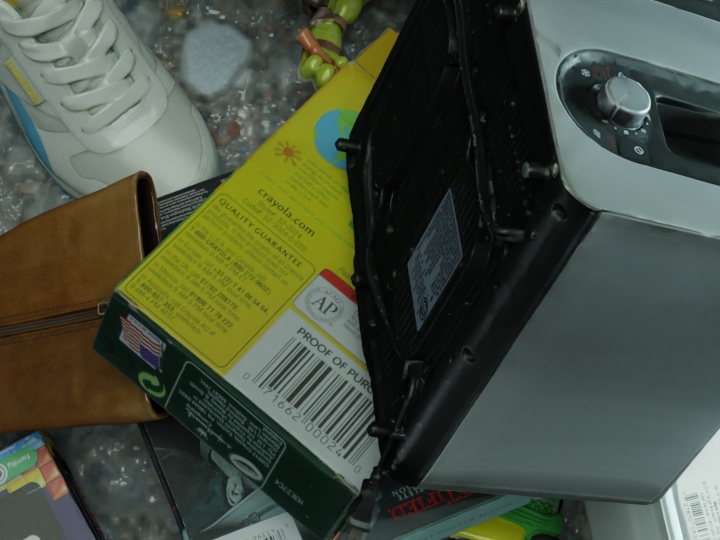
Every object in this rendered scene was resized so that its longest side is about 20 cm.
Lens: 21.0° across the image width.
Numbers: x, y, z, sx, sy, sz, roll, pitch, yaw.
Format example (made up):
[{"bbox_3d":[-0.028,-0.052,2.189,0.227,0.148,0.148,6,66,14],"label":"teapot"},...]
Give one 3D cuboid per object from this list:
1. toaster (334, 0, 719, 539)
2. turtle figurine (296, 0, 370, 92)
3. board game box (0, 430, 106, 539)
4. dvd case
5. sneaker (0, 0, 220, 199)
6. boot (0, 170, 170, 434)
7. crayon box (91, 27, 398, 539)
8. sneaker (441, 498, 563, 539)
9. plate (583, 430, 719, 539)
[{"bbox_3d":[0.070,-0.023,0.714,0.118,0.201,0.182,10,48,-18],"label":"toaster"},{"bbox_3d":[-0.022,-0.168,0.939,0.160,0.064,0.202,14,70,0],"label":"turtle figurine"},{"bbox_3d":[-0.188,0.191,0.857,0.199,0.057,0.166,-28,81,-8],"label":"board game box"},{"bbox_3d":[-0.031,0.040,0.847,0.145,0.022,0.201,-21,59,-11],"label":"dvd case"},{"bbox_3d":[-0.141,-0.104,0.913,0.076,0.081,0.200,-40,83,-11],"label":"sneaker"},{"bbox_3d":[-0.179,-0.009,0.848,0.199,0.068,0.190,-16,74,27],"label":"boot"},{"bbox_3d":[0.000,0.000,0.811,0.127,0.051,0.200,39,54,7],"label":"crayon box"},{"bbox_3d":[-0.003,0.083,0.885,0.198,0.078,0.086,14,66,-4],"label":"sneaker"},{"bbox_3d":[0.190,0.091,0.786,0.198,0.032,0.202,-12,78,-2],"label":"plate"}]
